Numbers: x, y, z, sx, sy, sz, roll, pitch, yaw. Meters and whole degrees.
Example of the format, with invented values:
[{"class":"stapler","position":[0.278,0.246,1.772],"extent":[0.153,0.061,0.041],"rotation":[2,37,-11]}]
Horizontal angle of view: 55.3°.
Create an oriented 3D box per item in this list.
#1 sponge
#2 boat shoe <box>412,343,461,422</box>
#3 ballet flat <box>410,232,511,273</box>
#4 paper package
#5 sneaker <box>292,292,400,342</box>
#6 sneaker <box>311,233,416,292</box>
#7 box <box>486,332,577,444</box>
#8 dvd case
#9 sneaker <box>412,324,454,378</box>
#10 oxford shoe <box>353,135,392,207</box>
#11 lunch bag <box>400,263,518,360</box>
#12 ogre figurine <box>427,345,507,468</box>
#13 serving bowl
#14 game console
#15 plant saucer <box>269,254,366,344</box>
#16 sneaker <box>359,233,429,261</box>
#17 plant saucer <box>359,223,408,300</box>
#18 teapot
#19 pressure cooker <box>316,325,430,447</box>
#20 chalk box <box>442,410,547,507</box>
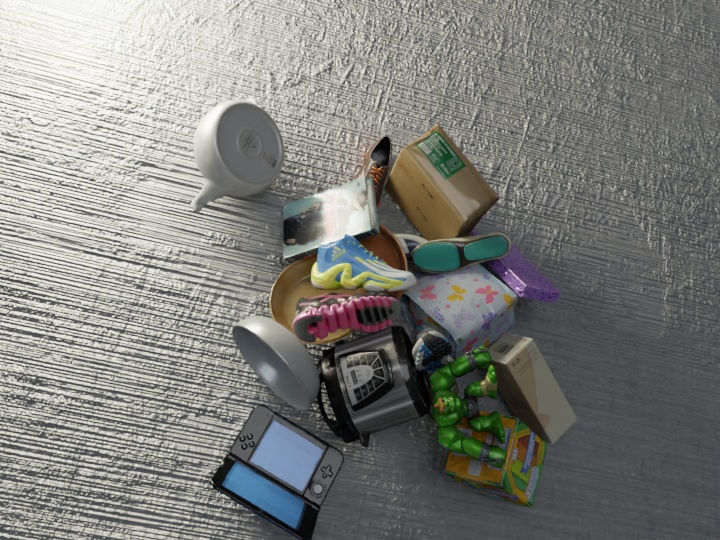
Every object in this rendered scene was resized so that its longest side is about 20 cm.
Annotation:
[{"class":"sponge","position":[0.310,-0.008,1.401],"extent":[0.110,0.030,0.200],"rotation":[10,29,-35]},{"class":"boat shoe","position":[0.153,0.232,1.346],"extent":[0.074,0.068,0.201],"rotation":[-31,81,-19]},{"class":"ballet flat","position":[0.200,-0.035,1.366],"extent":[0.197,0.062,0.068],"rotation":[-7,98,9]},{"class":"paper package","position":[0.162,-0.161,1.410],"extent":[0.103,0.191,0.201],"rotation":[-35,80,-21]},{"class":"sneaker","position":[-0.028,0.066,1.243],"extent":[0.197,0.080,0.096],"rotation":[-8,31,-6]},{"class":"sneaker","position":[0.005,-0.015,1.264],"extent":[0.197,0.076,0.107],"rotation":[1,90,6]},{"class":"box","position":[0.327,0.228,1.335],"extent":[0.077,0.095,0.201],"rotation":[-37,105,-18]},{"class":"dvd case","position":[-0.062,-0.102,1.361],"extent":[0.197,0.022,0.147],"rotation":[-16,51,14]},{"class":"sneaker","position":[0.120,0.134,1.241],"extent":[0.074,0.200,0.087],"rotation":[-26,67,0]},{"class":"oxford shoe","position":[0.021,-0.194,1.454],"extent":[0.070,0.073,0.202],"rotation":[17,70,-6]},{"class":"lunch bag","position":[0.188,0.068,1.376],"extent":[0.169,0.128,0.200],"rotation":[-32,54,-21]},{"class":"ogre figurine","position":[0.183,0.240,1.196],"extent":[0.118,0.098,0.203],"rotation":[-8,88,3]},{"class":"serving bowl","position":[-0.141,0.157,1.242],"extent":[0.200,0.200,0.066],"rotation":[46,64,5]},{"class":"game console","position":[-0.140,0.353,1.220],"extent":[0.199,0.118,0.172],"rotation":[31,69,-1]},{"class":"plant saucer","position":[-0.073,0.059,1.310],"extent":[0.197,0.036,0.202],"rotation":[-2,56,3]},{"class":"sneaker","position":[0.065,-0.031,1.412],"extent":[0.197,0.075,0.086],"rotation":[14,69,6]},{"class":"plant saucer","position":[0.000,0.000,1.366],"extent":[0.197,0.037,0.203],"rotation":[0,91,14]},{"class":"teapot","position":[-0.258,-0.240,1.380],"extent":[0.199,0.145,0.200],"rotation":[-22,99,-42]},{"class":"pressure cooker","position":[0.014,0.211,1.256],"extent":[0.198,0.176,0.180],"rotation":[-19,111,9]},{"class":"chalk box","position":[0.262,0.355,1.279],"extent":[0.200,0.123,0.126],"rotation":[40,61,-44]}]
